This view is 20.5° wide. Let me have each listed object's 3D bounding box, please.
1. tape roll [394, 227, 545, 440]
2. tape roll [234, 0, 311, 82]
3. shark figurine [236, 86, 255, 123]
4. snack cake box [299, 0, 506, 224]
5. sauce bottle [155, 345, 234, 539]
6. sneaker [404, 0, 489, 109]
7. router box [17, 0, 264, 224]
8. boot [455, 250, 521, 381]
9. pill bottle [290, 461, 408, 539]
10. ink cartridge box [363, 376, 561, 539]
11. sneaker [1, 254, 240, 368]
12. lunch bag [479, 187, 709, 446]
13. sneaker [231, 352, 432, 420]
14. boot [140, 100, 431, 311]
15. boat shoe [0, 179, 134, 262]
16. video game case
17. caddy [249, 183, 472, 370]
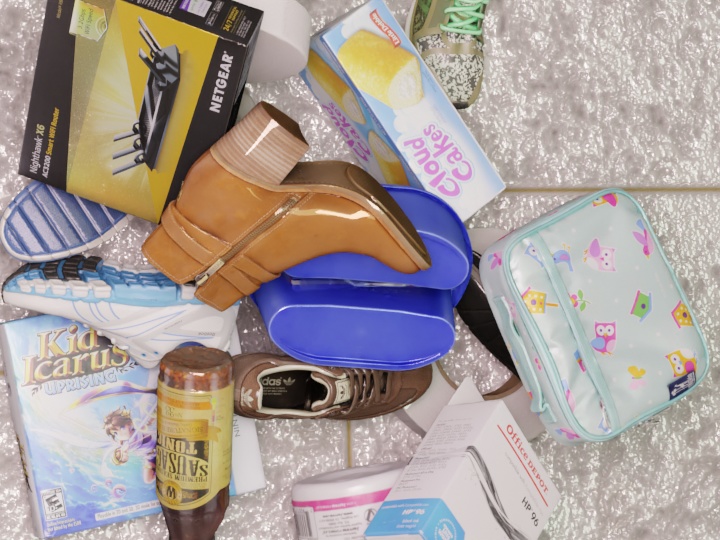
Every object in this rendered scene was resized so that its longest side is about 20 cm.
[{"bbox_3d":[0.106,0.063,1.787,0.201,0.037,0.205,1,87,-20],"label":"tape roll"},{"bbox_3d":[-0.140,-0.198,1.621,0.201,0.203,0.037,10,80,-18],"label":"tape roll"},{"bbox_3d":[-0.087,-0.101,1.656,0.128,0.089,0.216,-45,138,-48],"label":"shark figurine"},{"bbox_3d":[0.030,-0.131,1.730,0.067,0.115,0.201,-37,98,-17],"label":"snack cake box"},{"bbox_3d":[-0.135,0.164,1.626,0.065,0.066,0.202,-5,108,-19],"label":"sauce bottle"},{"bbox_3d":[0.087,-0.246,1.770,0.076,0.089,0.202,-1,87,-19],"label":"sneaker"},{"bbox_3d":[-0.173,-0.136,1.541,0.156,0.201,0.052,19,42,1],"label":"router box"},{"bbox_3d":[0.182,0.024,1.763,0.204,0.073,0.154,47,69,-11],"label":"boot"},{"bbox_3d":[0.011,0.272,1.702,0.112,0.113,0.202,-10,91,-19],"label":"pill bottle"},{"bbox_3d":[0.097,0.191,1.677,0.116,0.067,0.200,57,46,-25],"label":"ink cartridge box"},{"bbox_3d":[-0.194,0.038,1.625,0.198,0.075,0.087,4,112,-7],"label":"sneaker"},{"bbox_3d":[0.196,0.044,1.684,0.160,0.077,0.201,-26,92,-26],"label":"lunch bag"},{"bbox_3d":[-0.021,0.102,1.677,0.198,0.075,0.071,-4,103,-23],"label":"sneaker"},{"bbox_3d":[-0.056,-0.019,1.540,0.199,0.077,0.155,34,107,-28],"label":"boot"},{"bbox_3d":[-0.216,-0.063,1.662,0.199,0.072,0.073,-30,94,-23],"label":"boat shoe"},{"bbox_3d":[-0.192,0.115,1.677,0.198,0.045,0.183,-11,90,-19],"label":"video game case"},{"bbox_3d":[0.000,0.000,1.656,0.198,0.105,0.143,5,114,-11],"label":"caddy"}]
